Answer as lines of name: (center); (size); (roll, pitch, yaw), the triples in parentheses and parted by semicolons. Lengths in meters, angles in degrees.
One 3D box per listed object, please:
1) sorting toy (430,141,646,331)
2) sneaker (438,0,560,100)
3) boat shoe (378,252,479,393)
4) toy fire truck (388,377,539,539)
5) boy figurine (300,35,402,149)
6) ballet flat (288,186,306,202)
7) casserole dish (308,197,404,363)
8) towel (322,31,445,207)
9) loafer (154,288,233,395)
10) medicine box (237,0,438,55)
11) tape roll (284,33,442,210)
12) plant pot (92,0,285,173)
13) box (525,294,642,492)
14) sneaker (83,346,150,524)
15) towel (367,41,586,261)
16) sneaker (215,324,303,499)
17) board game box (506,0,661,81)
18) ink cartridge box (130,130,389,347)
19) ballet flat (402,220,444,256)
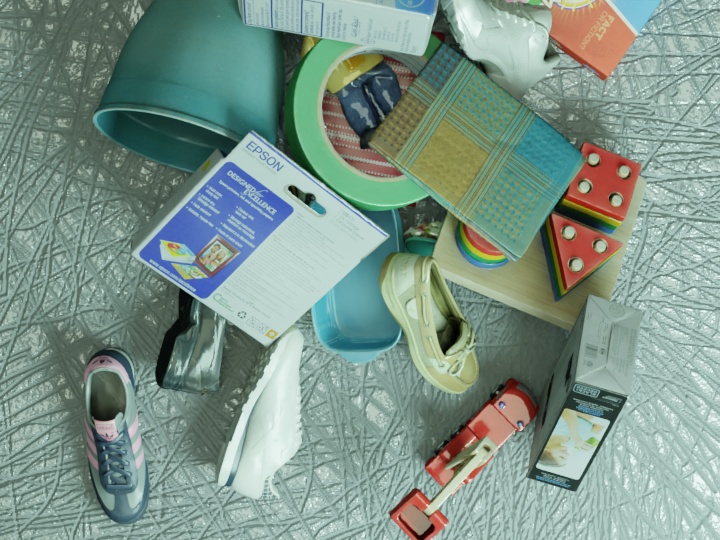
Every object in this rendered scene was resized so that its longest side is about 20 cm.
sorting toy: (0.200, -0.060, 1.667); (0.198, 0.070, 0.200); (22, 67, -1)
sneaker: (0.152, -0.264, 1.647); (0.099, 0.200, 0.078); (-34, 56, 12)
boat shoe: (0.088, 0.060, 1.672); (0.063, 0.073, 0.202); (-1, 132, 36)
toy fire truck: (0.117, 0.205, 1.684); (0.049, 0.141, 0.200); (45, 93, -1)
boy figurine: (-0.010, -0.239, 1.687); (0.123, 0.064, 0.201); (-27, 96, 2)
ballet flat: (-0.096, -0.023, 1.709); (0.067, 0.062, 0.202); (3, 99, 3)
casserole dish: (0.000, 0.000, 1.712); (0.120, 0.039, 0.202); (-3, 93, 31)
towel: (0.011, -0.182, 1.731); (0.143, 0.022, 0.202); (10, 93, 1)
loafer: (-0.168, 0.042, 1.729); (0.072, 0.073, 0.202); (17, 96, -21)
medicine box: (-0.012, -0.336, 1.567); (0.198, 0.103, 0.184); (10, 76, -1)
tape roll: (0.020, -0.166, 1.632); (0.198, 0.048, 0.203); (1, 86, -15)
plant pot: (-0.167, -0.220, 1.660); (0.198, 0.200, 0.190); (14, 77, 1)
box: (0.236, 0.133, 1.638); (0.060, 0.201, 0.117); (16, 51, 0)
sneaker: (-0.280, 0.190, 1.723); (0.069, 0.082, 0.202); (-9, 92, 1)
towel: (0.124, -0.125, 1.612); (0.199, 0.022, 0.147); (38, 74, -2)
sneaker: (-0.097, 0.158, 1.729); (0.080, 0.076, 0.202); (20, 99, -8)
board game box: (0.236, -0.332, 1.710); (0.199, 0.040, 0.154); (35, 93, 0)
ink cartridge box: (-0.106, -0.037, 1.629); (0.197, 0.047, 0.200); (36, 113, -26)
ballet flat: (0.144, -0.020, 1.720); (0.198, 0.076, 0.064); (21, 62, -4)
